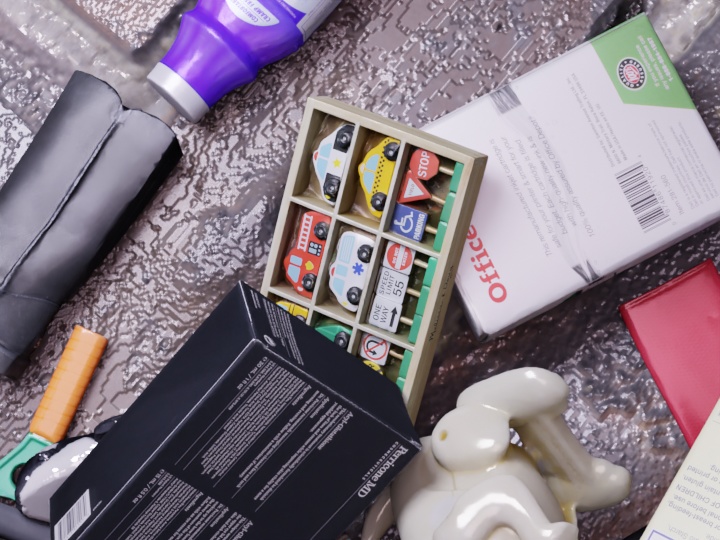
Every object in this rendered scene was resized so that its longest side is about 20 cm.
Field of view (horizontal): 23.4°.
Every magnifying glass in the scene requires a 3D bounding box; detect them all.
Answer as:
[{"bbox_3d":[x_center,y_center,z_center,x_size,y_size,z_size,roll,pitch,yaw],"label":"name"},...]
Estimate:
[{"bbox_3d":[-0.225,0.134,1.184,0.079,0.022,0.201,24,82,2],"label":"magnifying glass"}]

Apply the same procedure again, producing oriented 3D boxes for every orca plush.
[{"bbox_3d":[-0.134,0.109,1.161,0.199,0.106,0.071,-25,40,1],"label":"orca plush"}]

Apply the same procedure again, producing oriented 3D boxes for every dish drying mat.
[{"bbox_3d":[0.255,0.098,1.197,0.076,0.018,0.201,-27,83,-4],"label":"dish drying mat"}]

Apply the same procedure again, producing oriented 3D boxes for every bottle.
[{"bbox_3d":[-0.065,-0.191,1.205,0.083,0.065,0.200,42,84,4],"label":"bottle"}]

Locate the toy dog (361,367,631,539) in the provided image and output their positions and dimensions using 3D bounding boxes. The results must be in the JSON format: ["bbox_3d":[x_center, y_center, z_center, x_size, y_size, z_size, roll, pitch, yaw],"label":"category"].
[{"bbox_3d":[0.068,0.184,1.085,0.192,0.140,0.201,-8,42,24],"label":"toy dog"}]

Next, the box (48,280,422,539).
[{"bbox_3d":[-0.081,0.128,1.093,0.141,0.079,0.200,36,106,-25],"label":"box"}]

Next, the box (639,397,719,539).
[{"bbox_3d":[0.253,0.196,1.073,0.096,0.176,0.201,24,77,41],"label":"box"}]

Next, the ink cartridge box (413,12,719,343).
[{"bbox_3d":[0.135,-0.059,1.181,0.199,0.084,0.147,-26,84,-3],"label":"ink cartridge box"}]

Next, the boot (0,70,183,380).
[{"bbox_3d":[-0.240,-0.054,1.184,0.164,0.066,0.201,35,86,-5],"label":"boot"}]

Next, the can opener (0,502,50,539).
[{"bbox_3d":[-0.196,0.194,1.138,0.199,0.067,0.054,25,79,-17],"label":"can opener"}]

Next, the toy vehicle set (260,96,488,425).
[{"bbox_3d":[0.000,0.000,1.145,0.123,0.026,0.202,20,106,22],"label":"toy vehicle set"}]

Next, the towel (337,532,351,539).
[{"bbox_3d":[-0.043,0.288,1.145,0.200,0.022,0.147,-42,66,-5],"label":"towel"}]

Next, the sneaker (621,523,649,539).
[{"bbox_3d":[0.193,0.234,1.154,0.200,0.067,0.109,-29,85,-1],"label":"sneaker"}]
